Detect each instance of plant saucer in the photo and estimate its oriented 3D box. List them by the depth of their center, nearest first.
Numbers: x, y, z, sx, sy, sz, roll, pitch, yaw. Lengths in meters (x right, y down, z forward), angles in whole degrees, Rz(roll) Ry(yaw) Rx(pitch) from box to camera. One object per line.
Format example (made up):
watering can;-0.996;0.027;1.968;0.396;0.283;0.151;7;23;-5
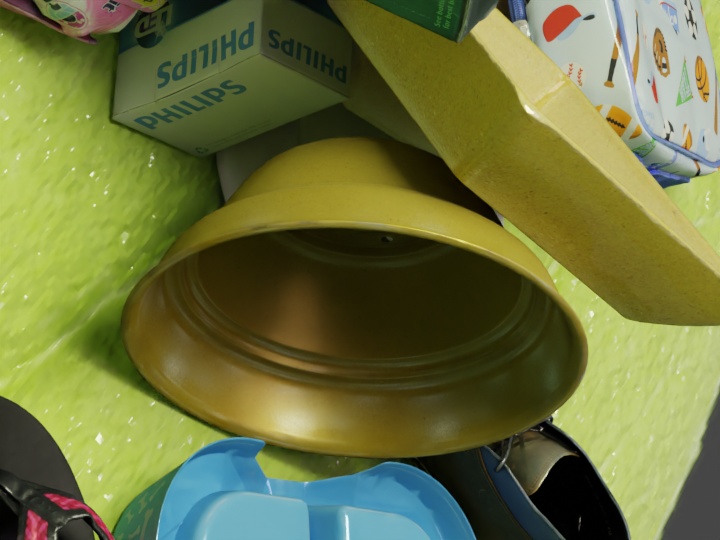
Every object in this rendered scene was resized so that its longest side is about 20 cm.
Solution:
plant saucer;0.067;-0.063;1.093;0.200;0.048;0.200;36;15;-43

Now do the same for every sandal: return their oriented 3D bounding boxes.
sandal;-0.118;0.139;1.023;0.075;0.045;0.201;-24;94;-47

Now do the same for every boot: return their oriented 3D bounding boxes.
boot;0.060;0.066;1.179;0.075;0.097;0.201;-39;111;-36

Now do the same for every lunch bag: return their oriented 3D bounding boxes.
lunch bag;0.131;-0.117;1.313;0.200;0.075;0.161;10;69;-66

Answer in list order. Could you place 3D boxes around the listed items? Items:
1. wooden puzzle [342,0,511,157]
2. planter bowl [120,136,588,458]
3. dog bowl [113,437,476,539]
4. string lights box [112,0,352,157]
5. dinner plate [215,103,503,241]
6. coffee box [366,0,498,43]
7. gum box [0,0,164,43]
wooden puzzle;0.028;-0.145;1.251;0.185;0.037;0.201;28;51;-53
planter bowl;0.000;0.000;1.086;0.200;0.200;0.084;31;50;-35
dog bowl;-0.028;0.139;1.113;0.200;0.049;0.112;13;67;-43
string lights box;-0.055;-0.164;1.154;0.059;0.103;0.201;22;61;-41
dinner plate;0.009;-0.047;1.238;0.200;0.024;0.201;17;65;-41
coffee box;-0.014;-0.176;1.033;0.199;0.044;0.123;26;45;16
gum box;-0.141;-0.207;1.096;0.113;0.066;0.201;20;62;-39
